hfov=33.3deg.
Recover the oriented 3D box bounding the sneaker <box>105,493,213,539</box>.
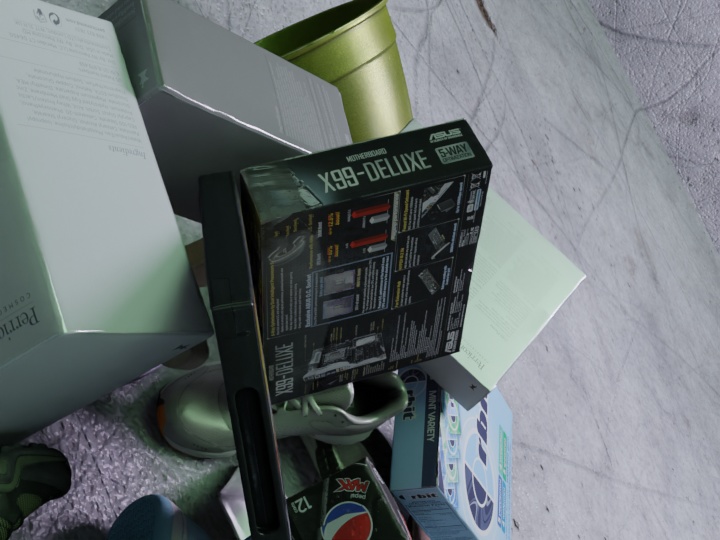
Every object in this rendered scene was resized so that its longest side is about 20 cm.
[{"bbox_3d":[-0.102,0.250,0.755,0.130,0.079,0.201,39,35,-35],"label":"sneaker"}]

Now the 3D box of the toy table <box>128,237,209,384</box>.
[{"bbox_3d":[-0.168,-0.001,0.832,0.200,0.117,0.185,-2,66,-59],"label":"toy table"}]

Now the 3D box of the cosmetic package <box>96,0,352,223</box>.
[{"bbox_3d":[-0.102,-0.095,0.794,0.200,0.107,0.091,24,45,-50],"label":"cosmetic package"}]

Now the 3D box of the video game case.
[{"bbox_3d":[-0.067,0.059,0.704,0.200,0.025,0.182,-110,-167,-65],"label":"video game case"}]

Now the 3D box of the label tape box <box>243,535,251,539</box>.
[{"bbox_3d":[-0.047,0.261,0.656,0.200,0.063,0.144,53,23,6],"label":"label tape box"}]

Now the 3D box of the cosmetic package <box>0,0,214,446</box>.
[{"bbox_3d":[-0.216,-0.015,0.668,0.123,0.199,0.201,2,63,-59],"label":"cosmetic package"}]

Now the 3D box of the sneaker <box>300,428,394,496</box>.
[{"bbox_3d":[-0.035,0.115,1.036,0.201,0.077,0.089,63,-4,7],"label":"sneaker"}]

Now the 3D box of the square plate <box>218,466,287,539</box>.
[{"bbox_3d":[-0.036,0.229,0.841,0.201,0.028,0.198,62,-4,2],"label":"square plate"}]

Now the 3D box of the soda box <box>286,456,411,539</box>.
[{"bbox_3d":[-0.005,0.184,0.857,0.064,0.070,0.200,62,-3,14],"label":"soda box"}]

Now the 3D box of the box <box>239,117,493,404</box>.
[{"bbox_3d":[0.000,0.000,0.826,0.201,0.157,0.050,93,-23,-49],"label":"box"}]

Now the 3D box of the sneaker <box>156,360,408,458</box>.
[{"bbox_3d":[-0.054,0.094,0.911,0.199,0.092,0.076,-2,73,-32],"label":"sneaker"}]

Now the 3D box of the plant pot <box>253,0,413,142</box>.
[{"bbox_3d":[-0.029,-0.130,1.138,0.194,0.199,0.201,65,25,-17],"label":"plant pot"}]

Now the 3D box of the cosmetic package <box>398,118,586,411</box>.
[{"bbox_3d":[0.065,-0.008,0.987,0.200,0.052,0.151,43,56,5],"label":"cosmetic package"}]

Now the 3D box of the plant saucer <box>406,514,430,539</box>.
[{"bbox_3d":[0.094,0.291,1.103,0.200,0.037,0.201,42,32,-35],"label":"plant saucer"}]

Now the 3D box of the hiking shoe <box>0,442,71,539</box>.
[{"bbox_3d":[-0.229,0.160,0.640,0.200,0.075,0.101,-21,92,-54],"label":"hiking shoe"}]

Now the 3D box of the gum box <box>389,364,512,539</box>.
[{"bbox_3d":[0.084,0.154,1.042,0.200,0.044,0.171,57,32,-49],"label":"gum box"}]
